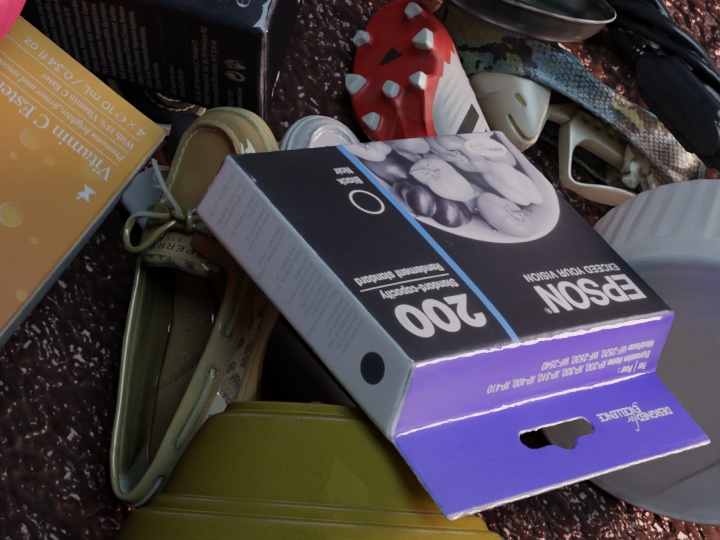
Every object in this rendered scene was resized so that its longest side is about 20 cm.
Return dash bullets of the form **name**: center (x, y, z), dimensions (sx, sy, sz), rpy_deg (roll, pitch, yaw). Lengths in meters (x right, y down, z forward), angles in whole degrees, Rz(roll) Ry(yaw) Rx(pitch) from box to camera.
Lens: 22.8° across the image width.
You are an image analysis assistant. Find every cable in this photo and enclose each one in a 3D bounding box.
- **cable**: center (0.213, -0.115, 1.106), dimensions (0.163, 0.051, 0.200), rpy_deg (12, 35, -55)

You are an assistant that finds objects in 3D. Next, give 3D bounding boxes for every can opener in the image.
- **can opener**: center (-0.053, 0.008, 0.918), dimensions (0.052, 0.067, 0.200), rpy_deg (-27, 67, -31)

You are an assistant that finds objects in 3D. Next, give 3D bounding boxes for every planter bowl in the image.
- **planter bowl**: center (-0.019, 0.103, 0.812), dimensions (0.199, 0.200, 0.084), rpy_deg (8, 81, -24)

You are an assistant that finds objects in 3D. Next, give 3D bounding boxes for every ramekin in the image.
- **ramekin**: center (0.194, 0.041, 0.982), dimensions (0.202, 0.202, 0.094), rpy_deg (34, 44, -9)

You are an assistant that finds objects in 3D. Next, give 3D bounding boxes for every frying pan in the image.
- **frying pan**: center (0.074, -0.179, 1.065), dimensions (0.114, 0.031, 0.190), rpy_deg (3, 27, -36)

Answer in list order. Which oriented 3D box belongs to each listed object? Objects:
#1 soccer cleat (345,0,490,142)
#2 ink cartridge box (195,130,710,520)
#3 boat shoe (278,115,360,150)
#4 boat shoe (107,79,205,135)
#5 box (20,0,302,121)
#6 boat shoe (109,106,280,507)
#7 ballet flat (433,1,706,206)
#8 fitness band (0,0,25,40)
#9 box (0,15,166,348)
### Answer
- **soccer cleat**: center (0.046, -0.070, 1.034), dimensions (0.085, 0.068, 0.201), rpy_deg (39, 28, -51)
- **ink cartridge box**: center (0.055, 0.014, 0.840), dimensions (0.197, 0.044, 0.200), rpy_deg (-9, 49, -45)
- **boat shoe**: center (0.000, 0.000, 0.967), dimensions (0.072, 0.069, 0.201), rpy_deg (5, 65, -26)
- **boat shoe**: center (-0.101, -0.173, 1.002), dimensions (0.075, 0.060, 0.201), rpy_deg (11, 62, -24)
- **box**: center (-0.114, -0.208, 0.922), dimensions (0.199, 0.118, 0.198), rpy_deg (16, 72, 2)
- **boat shoe**: center (-0.080, 0.017, 0.872), dimensions (0.063, 0.073, 0.201), rpy_deg (9, 85, -54)
- **ballet flat**: center (0.122, -0.089, 1.079), dimensions (0.199, 0.074, 0.075), rpy_deg (28, 57, -12)
- **fitness band**: center (-0.216, -0.176, 0.825), dimensions (0.143, 0.037, 0.201), rpy_deg (4, 70, 6)
- **box**: center (-0.206, -0.020, 0.850), dimensions (0.124, 0.097, 0.200), rpy_deg (38, 55, -6)
